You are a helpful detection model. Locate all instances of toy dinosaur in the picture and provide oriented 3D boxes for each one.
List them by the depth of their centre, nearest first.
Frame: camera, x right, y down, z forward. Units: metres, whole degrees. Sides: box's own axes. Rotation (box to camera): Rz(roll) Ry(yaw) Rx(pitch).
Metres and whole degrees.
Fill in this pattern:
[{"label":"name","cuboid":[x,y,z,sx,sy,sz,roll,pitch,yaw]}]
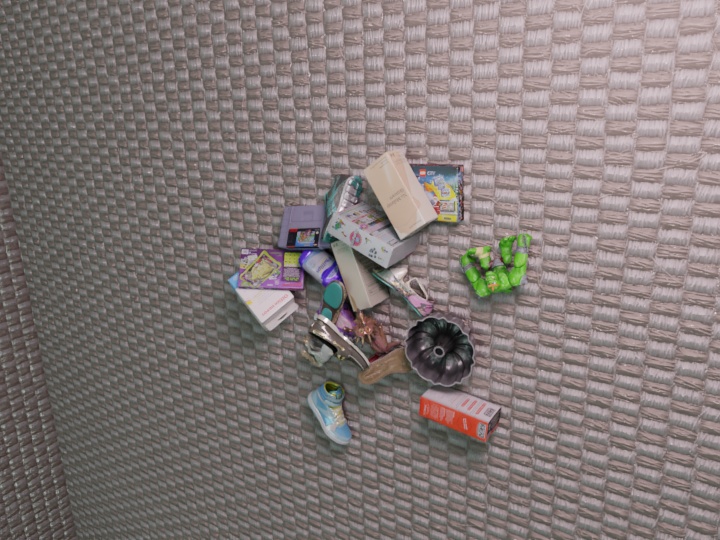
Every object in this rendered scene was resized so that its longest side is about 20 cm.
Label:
[{"label":"toy dinosaur","cuboid":[0.035,0.183,1.686,0.199,0.135,0.087,37,90,-20]}]

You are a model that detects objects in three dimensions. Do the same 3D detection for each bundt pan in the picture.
[{"label":"bundt pan","cuboid":[0.219,0.200,1.621,0.198,0.076,0.207,10,114,24]}]

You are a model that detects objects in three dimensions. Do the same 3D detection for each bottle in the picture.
[{"label":"bottle","cuboid":[-0.089,0.007,1.784,0.199,0.065,0.084,39,80,20]}]

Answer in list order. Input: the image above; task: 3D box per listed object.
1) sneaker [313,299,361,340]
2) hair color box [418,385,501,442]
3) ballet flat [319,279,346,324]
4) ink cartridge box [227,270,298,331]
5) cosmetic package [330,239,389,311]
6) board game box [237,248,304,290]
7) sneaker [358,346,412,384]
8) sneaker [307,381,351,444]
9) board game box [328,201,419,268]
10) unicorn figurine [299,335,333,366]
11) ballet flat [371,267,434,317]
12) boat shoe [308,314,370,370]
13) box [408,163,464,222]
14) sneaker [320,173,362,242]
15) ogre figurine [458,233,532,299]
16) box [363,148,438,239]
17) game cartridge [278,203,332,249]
[{"label":"sneaker","cuboid":[-0.050,0.138,1.804,0.197,0.080,0.090,24,110,28]},{"label":"hair color box","cuboid":[0.266,0.377,1.638,0.197,0.101,0.063,16,113,31]},{"label":"ballet flat","cuboid":[-0.075,0.096,1.726,0.067,0.075,0.203,32,125,18]},{"label":"ink cartridge box","cuboid":[-0.295,0.082,1.895,0.201,0.128,0.126,50,167,12]},{"label":"cosmetic package","cuboid":[0.000,0.000,1.706,0.070,0.104,0.204,-15,94,38]},{"label":"board game box","cuboid":[-0.267,-0.003,1.842,0.195,0.032,0.123,2,68,-1]},{"label":"sneaker","cuboid":[0.090,0.263,1.758,0.196,0.112,0.073,-21,91,7]},{"label":"sneaker","cuboid":[-0.076,0.440,1.914,0.201,0.079,0.131,50,127,10]},{"label":"board game box","cuboid":[0.036,-0.099,1.621,0.198,0.147,0.065,32,123,23]},{"label":"unicorn figurine","cuboid":[-0.100,0.235,1.878,0.138,0.074,0.200,48,140,1]},{"label":"ballet flat","cuboid":[0.123,0.040,1.662,0.199,0.069,0.072,41,102,11]},{"label":"boat shoe","cuboid":[-0.059,0.211,1.687,0.201,0.060,0.072,44,161,-6]},{"label":"box","cuboid":[0.169,-0.201,1.563,0.196,0.037,0.140,8,109,33]},{"label":"sneaker","cuboid":[-0.067,-0.177,1.701,0.090,0.077,0.203,27,92,37]},{"label":"ogre figurine","cuboid":[0.333,-0.007,1.479,0.196,0.098,0.123,-17,77,22]},{"label":"box","cuboid":[0.101,-0.192,1.540,0.094,0.077,0.203,-33,84,36]},{"label":"game cartridge","cuboid":[-0.154,-0.126,1.784,0.196,0.038,0.133,0,72,35]}]
